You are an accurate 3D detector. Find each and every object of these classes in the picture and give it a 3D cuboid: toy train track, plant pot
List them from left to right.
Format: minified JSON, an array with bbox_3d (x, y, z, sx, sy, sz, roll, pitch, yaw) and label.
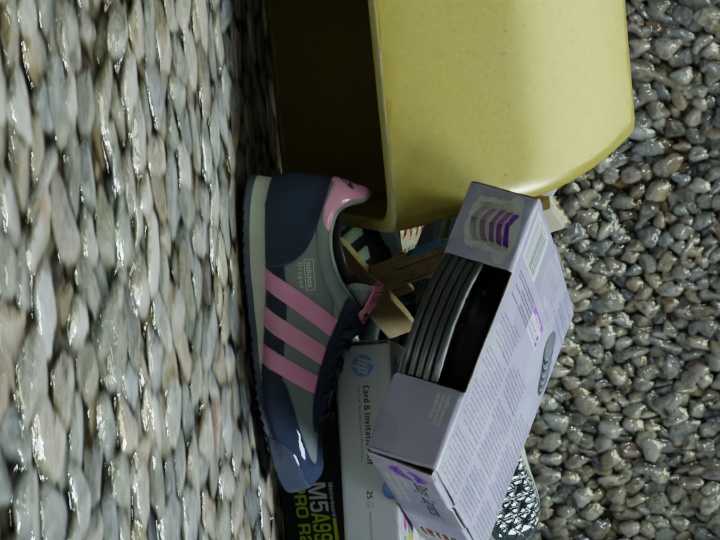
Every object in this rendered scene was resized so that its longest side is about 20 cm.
[{"bbox_3d":[0.038,-0.013,1.413,0.115,0.200,0.033,49,30,-44],"label":"toy train track"},{"bbox_3d":[0.066,-0.136,1.402,0.195,0.200,0.195,-171,-106,-69],"label":"plant pot"}]

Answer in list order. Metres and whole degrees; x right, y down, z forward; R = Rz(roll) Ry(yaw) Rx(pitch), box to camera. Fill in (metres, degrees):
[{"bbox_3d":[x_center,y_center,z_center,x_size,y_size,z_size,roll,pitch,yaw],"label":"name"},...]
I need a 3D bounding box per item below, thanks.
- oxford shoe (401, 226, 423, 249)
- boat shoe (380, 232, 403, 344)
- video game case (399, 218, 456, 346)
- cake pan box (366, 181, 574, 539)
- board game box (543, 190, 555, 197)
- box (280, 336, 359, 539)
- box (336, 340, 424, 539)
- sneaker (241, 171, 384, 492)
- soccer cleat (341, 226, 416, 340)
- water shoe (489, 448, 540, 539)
[{"bbox_3d":[0.020,-0.045,1.814,0.200,0.075,0.071,-67,152,-77],"label":"oxford shoe"},{"bbox_3d":[0.004,-0.013,1.667,0.091,0.071,0.201,65,22,-78],"label":"boat shoe"},{"bbox_3d":[0.059,0.003,1.615,0.182,0.022,0.200,-82,-169,-54],"label":"video game case"},{"bbox_3d":[0.073,0.065,1.326,0.200,0.052,0.184,61,47,-66],"label":"cake pan box"},{"bbox_3d":[0.069,-0.088,1.769,0.034,0.134,0.200,-59,-167,-7],"label":"board game box"},{"bbox_3d":[-0.020,0.149,1.466,0.160,0.044,0.200,-77,162,-66],"label":"box"},{"bbox_3d":[0.016,0.150,1.412,0.156,0.041,0.200,35,50,-81],"label":"box"},{"bbox_3d":[-0.025,0.039,1.311,0.070,0.082,0.200,-67,153,-77],"label":"sneaker"},{"bbox_3d":[0.000,0.000,1.571,0.068,0.081,0.200,69,18,-70],"label":"soccer cleat"},{"bbox_3d":[0.100,0.134,1.807,0.079,0.071,0.200,-164,-114,-66],"label":"water shoe"}]
